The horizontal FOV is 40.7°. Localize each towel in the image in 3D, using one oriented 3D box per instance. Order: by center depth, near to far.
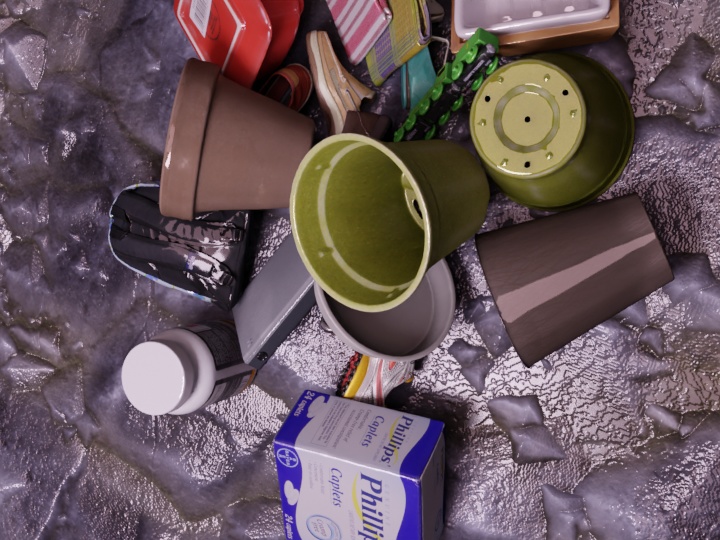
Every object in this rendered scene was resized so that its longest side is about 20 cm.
[{"bbox_3d":[0.041,-0.321,1.213,0.023,0.200,0.145,-7,86,-18],"label":"towel"},{"bbox_3d":[-0.015,-0.382,1.250,0.030,0.146,0.201,-19,87,-18],"label":"towel"}]

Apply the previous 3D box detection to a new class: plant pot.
[{"bbox_3d":[0.051,-0.075,1.137,0.199,0.184,0.202,15,115,36],"label":"plant pot"},{"bbox_3d":[0.212,-0.171,1.140,0.199,0.193,0.202,1,93,20],"label":"plant pot"},{"bbox_3d":[-0.152,-0.154,1.236,0.173,0.200,0.202,10,97,-7],"label":"plant pot"}]

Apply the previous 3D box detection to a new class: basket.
[{"bbox_3d":[0.261,-0.001,1.166,0.199,0.136,0.181,-23,67,16],"label":"basket"}]

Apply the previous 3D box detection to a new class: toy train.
[{"bbox_3d":[0.102,-0.216,1.179,0.042,0.057,0.200,24,141,-20],"label":"toy train"}]

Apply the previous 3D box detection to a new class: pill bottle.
[{"bbox_3d":[-0.229,0.131,1.318,0.115,0.200,0.117,1,93,20],"label":"pill bottle"}]

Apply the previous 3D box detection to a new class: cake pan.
[{"bbox_3d":[0.026,0.021,1.204,0.037,0.199,0.201,-37,79,54],"label":"cake pan"}]

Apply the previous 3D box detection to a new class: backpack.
[{"bbox_3d":[-0.253,-0.049,1.358,0.198,0.154,0.164,10,102,-2],"label":"backpack"}]

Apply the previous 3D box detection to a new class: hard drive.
[{"bbox_3d":[-0.096,0.018,1.306,0.033,0.140,0.200,31,109,-29],"label":"hard drive"}]

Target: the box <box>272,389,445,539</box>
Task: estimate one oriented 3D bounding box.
[{"bbox_3d":[0.002,0.275,1.254,0.199,0.105,0.185,10,126,19],"label":"box"}]

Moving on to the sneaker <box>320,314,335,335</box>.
[{"bbox_3d":[0.000,0.000,1.287,0.077,0.082,0.201,21,100,18],"label":"sneaker"}]

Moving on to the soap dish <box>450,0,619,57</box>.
[{"bbox_3d":[0.211,-0.338,1.170,0.199,0.081,0.159,-5,71,21],"label":"soap dish"}]

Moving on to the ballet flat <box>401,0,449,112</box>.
[{"bbox_3d":[0.078,-0.307,1.258,0.070,0.067,0.202,-7,91,-4],"label":"ballet flat"}]

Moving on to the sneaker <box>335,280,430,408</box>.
[{"bbox_3d":[0.042,0.103,1.292,0.082,0.078,0.201,26,98,-11],"label":"sneaker"}]

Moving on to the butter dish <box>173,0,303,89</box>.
[{"bbox_3d":[-0.143,-0.348,1.295,0.200,0.147,0.200,59,149,14],"label":"butter dish"}]

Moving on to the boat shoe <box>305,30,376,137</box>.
[{"bbox_3d":[-0.016,-0.227,1.296,0.076,0.072,0.201,-16,95,6],"label":"boat shoe"}]

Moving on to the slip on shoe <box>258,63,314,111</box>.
[{"bbox_3d":[-0.137,-0.197,1.334,0.074,0.061,0.200,43,114,12],"label":"slip on shoe"}]

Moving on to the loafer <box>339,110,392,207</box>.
[{"bbox_3d":[-0.032,-0.119,1.232,0.071,0.073,0.201,27,72,10],"label":"loafer"}]
